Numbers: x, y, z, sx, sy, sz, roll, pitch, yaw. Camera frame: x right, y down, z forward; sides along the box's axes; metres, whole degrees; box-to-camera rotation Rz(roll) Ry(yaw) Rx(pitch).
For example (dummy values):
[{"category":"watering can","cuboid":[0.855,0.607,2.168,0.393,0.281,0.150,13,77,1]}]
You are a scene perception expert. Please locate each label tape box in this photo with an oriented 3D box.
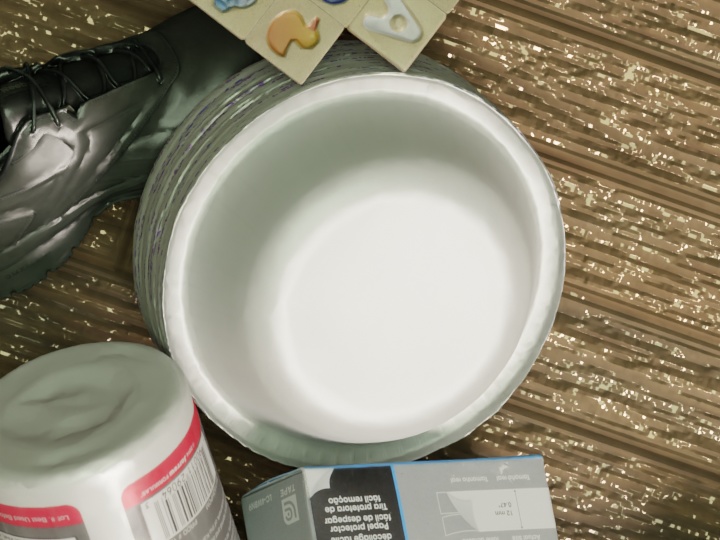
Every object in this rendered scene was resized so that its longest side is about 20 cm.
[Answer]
[{"category":"label tape box","cuboid":[0.033,0.191,1.411,0.143,0.066,0.200,0,71,-35]}]

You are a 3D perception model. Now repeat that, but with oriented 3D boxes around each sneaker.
[{"category":"sneaker","cuboid":[-0.130,-0.070,1.421,0.200,0.076,0.091,-39,137,-4]}]

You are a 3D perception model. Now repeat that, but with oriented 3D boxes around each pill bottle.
[{"category":"pill bottle","cuboid":[-0.109,0.142,1.404,0.111,0.111,0.200,-18,121,-4]}]

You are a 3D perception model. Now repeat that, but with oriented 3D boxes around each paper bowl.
[{"category":"paper bowl","cuboid":[0.000,0.000,1.406,0.200,0.104,0.201,-7,112,-17]}]

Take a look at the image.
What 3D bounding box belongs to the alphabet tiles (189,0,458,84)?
[{"category":"alphabet tiles","cuboid":[-0.029,-0.189,1.360,0.200,0.006,0.167,37,85,-1]}]
